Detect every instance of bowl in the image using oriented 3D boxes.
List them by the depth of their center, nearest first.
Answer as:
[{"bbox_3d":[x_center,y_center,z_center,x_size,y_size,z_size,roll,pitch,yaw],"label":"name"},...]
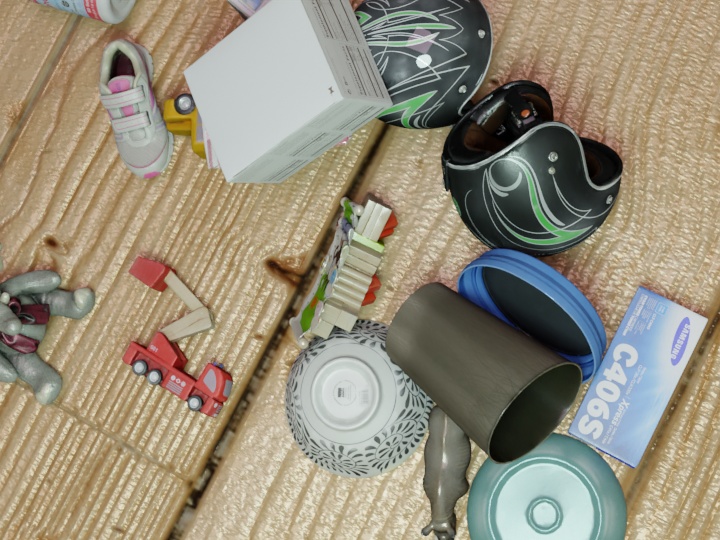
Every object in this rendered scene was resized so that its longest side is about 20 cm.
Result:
[{"bbox_3d":[0.207,0.053,1.550,0.200,0.201,0.039,35,66,14],"label":"bowl"},{"bbox_3d":[-0.011,0.158,1.623,0.198,0.094,0.204,-2,81,11],"label":"bowl"}]

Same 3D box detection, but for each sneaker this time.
[{"bbox_3d":[-0.313,-0.222,1.746,0.080,0.088,0.203,-19,78,7],"label":"sneaker"}]

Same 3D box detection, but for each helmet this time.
[{"bbox_3d":[0.211,-0.111,1.567,0.199,0.200,0.191,-38,119,3],"label":"helmet"},{"bbox_3d":[0.072,-0.272,1.625,0.197,0.191,0.203,-2,81,11],"label":"helmet"}]

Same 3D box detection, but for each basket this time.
[{"bbox_3d":[0.137,0.113,1.541,0.199,0.179,0.137,37,120,31],"label":"basket"}]

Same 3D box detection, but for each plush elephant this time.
[{"bbox_3d":[-0.471,0.058,1.697,0.198,0.155,0.166,27,87,13],"label":"plush elephant"}]

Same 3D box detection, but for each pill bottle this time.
[{"bbox_3d":[-0.412,-0.416,1.787,0.197,0.109,0.110,17,84,14],"label":"pill bottle"}]

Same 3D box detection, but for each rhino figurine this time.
[{"bbox_3d":[0.105,0.255,1.588,0.059,0.087,0.203,4,81,12],"label":"rhino figurine"}]

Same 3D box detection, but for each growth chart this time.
[{"bbox_3d":[-0.042,0.001,1.639,0.018,0.145,0.202,24,88,-12],"label":"growth chart"}]

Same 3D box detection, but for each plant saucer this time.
[{"bbox_3d":[0.226,0.299,1.584,0.197,0.036,0.203,-2,81,11],"label":"plant saucer"}]

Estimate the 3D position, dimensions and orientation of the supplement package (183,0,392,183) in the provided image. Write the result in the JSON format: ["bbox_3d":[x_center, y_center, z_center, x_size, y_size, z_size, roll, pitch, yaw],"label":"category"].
[{"bbox_3d":[-0.090,-0.221,1.562,0.199,0.110,0.157,-31,76,31],"label":"supplement package"}]

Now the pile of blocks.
[{"bbox_3d":[0.000,0.000,1.659,0.061,0.082,0.202,24,79,-7],"label":"pile of blocks"}]

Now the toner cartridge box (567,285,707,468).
[{"bbox_3d":[0.339,0.131,1.585,0.094,0.043,0.202,26,86,13],"label":"toner cartridge box"}]

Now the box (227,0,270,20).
[{"bbox_3d":[-0.075,-0.400,1.716,0.101,0.112,0.201,41,92,15],"label":"box"}]

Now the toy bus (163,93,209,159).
[{"bbox_3d":[-0.161,-0.193,1.725,0.197,0.065,0.080,-2,82,10],"label":"toy bus"}]

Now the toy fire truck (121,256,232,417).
[{"bbox_3d":[-0.239,0.086,1.702,0.198,0.049,0.142,30,87,14],"label":"toy fire truck"}]

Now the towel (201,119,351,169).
[{"bbox_3d":[-0.114,-0.219,1.671,0.197,0.030,0.149,-10,80,9],"label":"towel"}]
